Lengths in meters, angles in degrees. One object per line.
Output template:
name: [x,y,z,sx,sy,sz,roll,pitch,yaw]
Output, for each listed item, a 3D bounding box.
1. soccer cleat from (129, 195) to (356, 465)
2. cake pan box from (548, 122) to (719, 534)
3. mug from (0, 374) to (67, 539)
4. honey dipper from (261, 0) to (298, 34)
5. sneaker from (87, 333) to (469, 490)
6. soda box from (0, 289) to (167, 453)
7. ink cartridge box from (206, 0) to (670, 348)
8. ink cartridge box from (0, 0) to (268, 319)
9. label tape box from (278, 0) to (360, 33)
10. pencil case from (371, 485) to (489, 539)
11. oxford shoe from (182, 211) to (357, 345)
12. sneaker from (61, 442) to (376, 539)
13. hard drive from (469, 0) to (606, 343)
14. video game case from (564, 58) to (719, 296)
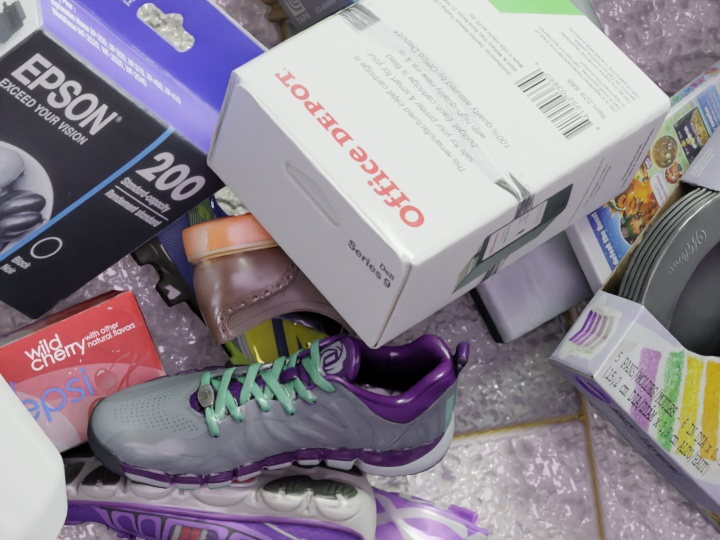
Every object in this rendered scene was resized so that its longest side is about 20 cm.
soccer cleat: [-0.046,0.027,1.400,0.084,0.065,0.200,-40,97,-7]
cake pan box: [0.223,0.035,1.441,0.200,0.052,0.185,45,76,-31]
mug: [-0.240,0.101,1.270,0.153,0.186,0.150,46,47,-18]
honey dipper: [-0.014,-0.097,1.426,0.038,0.038,0.201,-23,96,-13]
sneaker: [-0.043,0.061,1.316,0.199,0.088,0.075,-3,50,-15]
soda box: [-0.205,0.079,1.362,0.199,0.063,0.070,-23,95,-13]
ink cartridge box: [0.040,-0.073,1.324,0.200,0.084,0.146,-31,69,-32]
ink cartridge box: [-0.150,-0.072,1.289,0.200,0.198,0.044,-37,58,11]
label tape box: [-0.024,-0.254,1.389,0.143,0.066,0.201,-37,100,-33]
pencil case: [0.006,0.221,1.404,0.085,0.084,0.201,26,84,-47]
oxford shoe: [0.000,0.000,1.372,0.199,0.071,0.073,-7,85,-22]
sneaker: [-0.092,0.142,1.364,0.199,0.081,0.084,8,107,9]
hard drive: [0.094,-0.079,1.453,0.139,0.033,0.201,-29,96,-12]
video game case: [0.211,-0.044,1.453,0.200,0.018,0.144,-37,120,-18]
